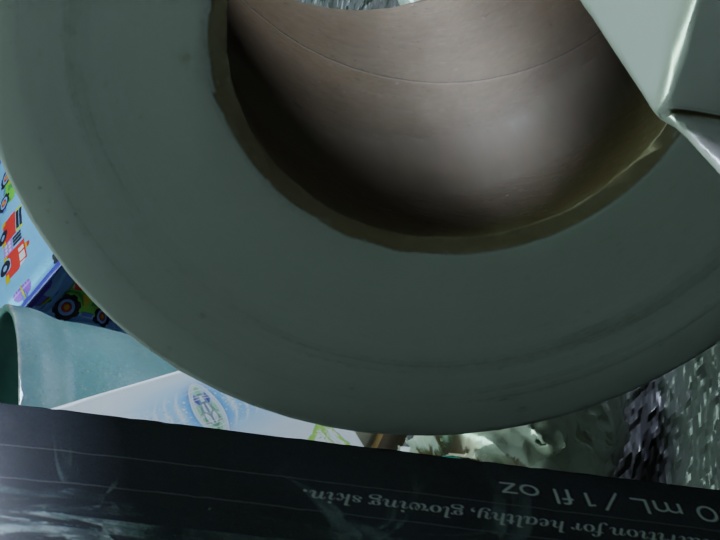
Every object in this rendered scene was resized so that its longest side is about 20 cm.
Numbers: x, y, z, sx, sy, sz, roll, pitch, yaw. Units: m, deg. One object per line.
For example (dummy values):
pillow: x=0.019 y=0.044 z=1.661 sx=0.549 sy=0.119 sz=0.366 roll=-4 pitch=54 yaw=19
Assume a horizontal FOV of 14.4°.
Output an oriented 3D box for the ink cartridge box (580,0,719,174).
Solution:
ink cartridge box: x=0.095 y=-0.067 z=0.466 sx=0.200 sy=0.116 sz=0.068 roll=-111 pitch=31 yaw=-62

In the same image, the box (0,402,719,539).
box: x=0.004 y=0.137 z=0.557 sx=0.197 sy=0.200 sz=0.124 roll=-103 pitch=25 yaw=-55

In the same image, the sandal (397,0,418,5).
sandal: x=0.037 y=-0.113 z=0.862 sx=0.050 sy=0.082 sz=0.203 roll=-28 pitch=37 yaw=18

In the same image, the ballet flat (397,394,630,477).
ballet flat: x=0.031 y=0.082 z=0.804 sx=0.200 sy=0.072 sz=0.072 roll=121 pitch=153 yaw=-56

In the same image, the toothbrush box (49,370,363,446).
toothbrush box: x=-0.041 y=0.134 z=0.719 sx=0.200 sy=0.146 sz=0.086 roll=59 pitch=148 yaw=27

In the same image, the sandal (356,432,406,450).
sandal: x=0.000 y=0.000 z=0.893 sx=0.080 sy=0.054 sz=0.200 roll=-56 pitch=11 yaw=55

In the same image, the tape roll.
tape roll: x=0.012 y=-0.082 z=0.638 sx=0.139 sy=0.203 sz=0.203 roll=-108 pitch=28 yaw=-61

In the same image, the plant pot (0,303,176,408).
plant pot: x=-0.076 y=0.119 z=1.046 sx=0.200 sy=0.134 sz=0.200 roll=-173 pitch=90 yaw=-77

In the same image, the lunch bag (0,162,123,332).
lunch bag: x=-0.111 y=-0.062 z=1.435 sx=0.200 sy=0.094 sz=0.151 roll=-59 pitch=24 yaw=33
